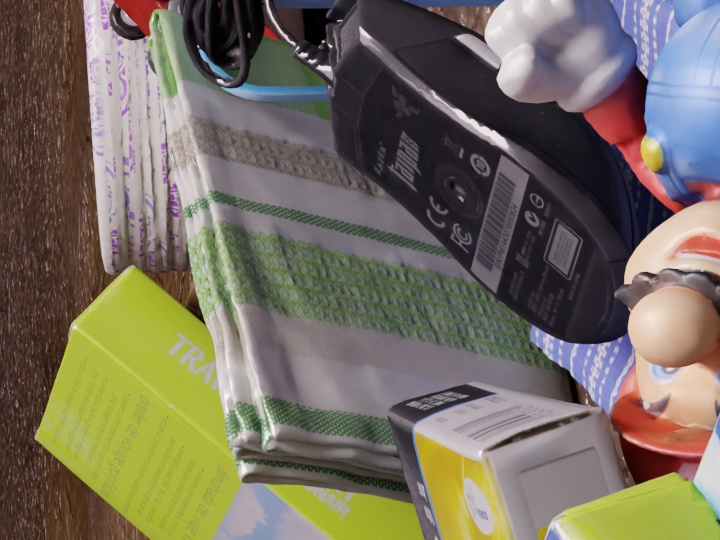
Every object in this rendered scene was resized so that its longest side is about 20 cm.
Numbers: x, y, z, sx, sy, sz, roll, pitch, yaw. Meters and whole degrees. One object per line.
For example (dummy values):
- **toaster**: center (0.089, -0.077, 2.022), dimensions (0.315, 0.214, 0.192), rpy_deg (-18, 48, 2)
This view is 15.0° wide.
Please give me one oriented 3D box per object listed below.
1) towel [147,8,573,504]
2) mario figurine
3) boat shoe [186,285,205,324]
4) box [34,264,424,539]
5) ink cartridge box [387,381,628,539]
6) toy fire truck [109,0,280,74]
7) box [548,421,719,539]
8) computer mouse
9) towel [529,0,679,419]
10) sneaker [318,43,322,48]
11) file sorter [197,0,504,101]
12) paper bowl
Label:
- **towel**: center (0.000, 0.000, 0.971), dimensions (0.031, 0.149, 0.200), rpy_deg (-49, 41, 35)
- **mario figurine**: center (0.096, -0.028, 0.701), dimensions (0.123, 0.106, 0.201), rpy_deg (-161, 73, -72)
- **boat shoe**: center (-0.030, 0.036, 1.195), dimensions (0.065, 0.072, 0.200), rpy_deg (-47, -23, -32)
- **box**: center (-0.044, 0.099, 1.158), dimensions (0.200, 0.048, 0.122), rpy_deg (40, 150, 7)
- **ink cartridge box**: center (0.064, 0.134, 0.793), dimensions (0.198, 0.047, 0.201), rpy_deg (174, 80, -82)
- **toy fire truck**: center (-0.043, -0.142, 1.224), dimensions (0.200, 0.141, 0.049), rpy_deg (47, 153, 6)
- **box**: center (0.074, 0.145, 0.622), dimensions (0.122, 0.048, 0.201), rpy_deg (49, 138, 36)
- **computer mouse**: center (0.025, -0.073, 0.862), dimensions (0.200, 0.046, 0.141), rpy_deg (37, 147, 24)
- **towel**: center (0.094, -0.010, 0.861), dimensions (0.200, 0.024, 0.145), rpy_deg (-128, 41, -67)
- **sneaker**: center (0.010, -0.002, 1.074), dimensions (0.089, 0.078, 0.201), rpy_deg (117, 150, -55)
- **file sorter**: center (0.015, -0.168, 0.942), dimensions (0.200, 0.138, 0.123), rpy_deg (107, 154, -48)
- **paper bowl**: center (-0.082, -0.100, 1.334), dimensions (0.201, 0.104, 0.202), rpy_deg (176, 90, -84)
